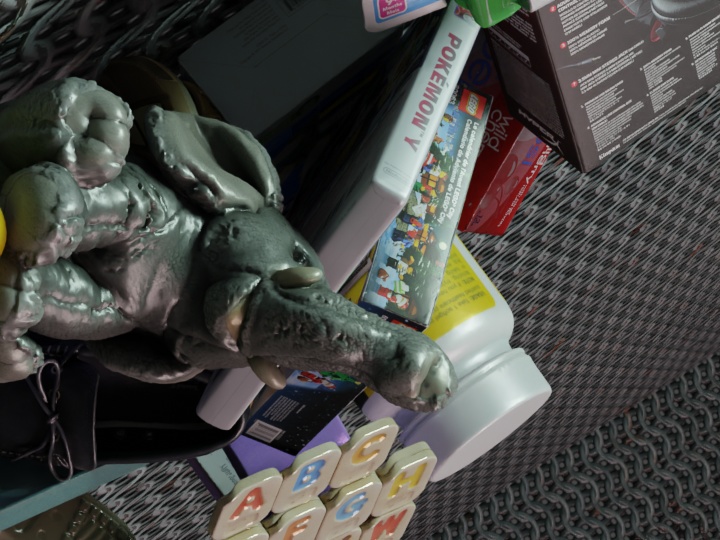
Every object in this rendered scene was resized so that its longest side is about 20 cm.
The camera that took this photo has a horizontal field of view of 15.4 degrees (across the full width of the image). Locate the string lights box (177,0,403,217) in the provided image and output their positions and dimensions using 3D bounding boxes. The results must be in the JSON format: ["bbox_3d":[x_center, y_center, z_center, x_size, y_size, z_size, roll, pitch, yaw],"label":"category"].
[{"bbox_3d":[-0.035,-0.088,1.398,0.103,0.059,0.200,-37,169,-9],"label":"string lights box"}]

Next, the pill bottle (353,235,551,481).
[{"bbox_3d":[0.023,0.023,1.652,0.114,0.200,0.114,-34,168,-9],"label":"pill bottle"}]

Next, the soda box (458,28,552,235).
[{"bbox_3d":[0.090,-0.120,1.449,0.201,0.070,0.063,-60,160,11],"label":"soda box"}]

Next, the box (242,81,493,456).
[{"bbox_3d":[0.000,0.000,1.384,0.200,0.038,0.137,133,-23,-60],"label":"box"}]

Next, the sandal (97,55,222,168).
[{"bbox_3d":[-0.093,-0.058,1.299,0.054,0.081,0.200,-20,171,-13],"label":"sandal"}]

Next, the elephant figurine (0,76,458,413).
[{"bbox_3d":[-0.079,-0.001,1.153,0.199,0.156,0.141,13,147,-30],"label":"elephant figurine"}]

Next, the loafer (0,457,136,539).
[{"bbox_3d":[-0.206,0.112,1.437,0.076,0.200,0.068,-50,-156,-22],"label":"loafer"}]

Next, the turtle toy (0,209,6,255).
[{"bbox_3d":[-0.244,0.001,1.038,0.200,0.101,0.146,-41,167,24],"label":"turtle toy"}]

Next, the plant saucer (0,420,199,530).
[{"bbox_3d":[-0.154,0.096,1.393,0.199,0.070,0.019,-22,122,-36],"label":"plant saucer"}]

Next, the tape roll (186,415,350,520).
[{"bbox_3d":[-0.074,0.079,1.588,0.066,0.200,0.200,-34,168,-13],"label":"tape roll"}]

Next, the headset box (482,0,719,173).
[{"bbox_3d":[0.128,-0.173,1.328,0.148,0.075,0.200,-34,134,-13],"label":"headset box"}]

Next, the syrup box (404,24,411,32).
[{"bbox_3d":[0.006,-0.067,1.550,0.200,0.079,0.081,-36,168,-1],"label":"syrup box"}]

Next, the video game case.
[{"bbox_3d":[-0.004,-0.040,1.271,0.200,0.023,0.183,-53,-169,46],"label":"video game case"}]

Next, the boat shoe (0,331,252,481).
[{"bbox_3d":[-0.149,0.065,1.353,0.199,0.075,0.062,0,-157,-11],"label":"boat shoe"}]

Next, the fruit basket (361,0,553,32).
[{"bbox_3d":[0.074,-0.204,1.140,0.185,0.094,0.200,-29,148,-16],"label":"fruit basket"}]

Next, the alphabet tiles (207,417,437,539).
[{"bbox_3d":[-0.046,0.161,1.507,0.199,0.015,0.196,-21,151,-32],"label":"alphabet tiles"}]
